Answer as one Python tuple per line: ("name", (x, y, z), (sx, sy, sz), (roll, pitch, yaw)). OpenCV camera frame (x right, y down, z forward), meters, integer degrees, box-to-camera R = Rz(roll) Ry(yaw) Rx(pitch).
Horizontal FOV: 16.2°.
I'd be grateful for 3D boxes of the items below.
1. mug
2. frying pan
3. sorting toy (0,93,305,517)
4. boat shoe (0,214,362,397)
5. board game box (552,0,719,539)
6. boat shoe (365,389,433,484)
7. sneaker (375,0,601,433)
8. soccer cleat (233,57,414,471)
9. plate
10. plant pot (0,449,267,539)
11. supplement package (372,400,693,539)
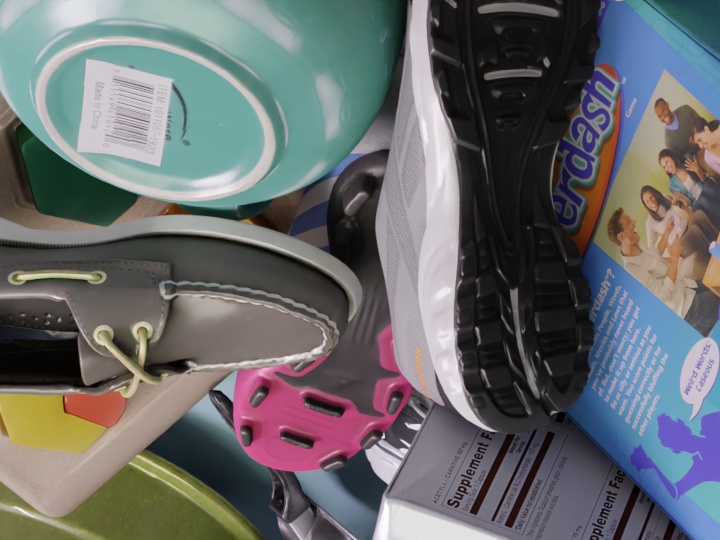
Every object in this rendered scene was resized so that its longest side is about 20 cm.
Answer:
("mug", (-0.050, -0.086, 0.914), (0.152, 0.115, 0.185), (-17, 133, 36))
("frying pan", (-0.008, 0.126, 1.149), (0.115, 0.031, 0.190), (38, 173, 27))
("sorting toy", (-0.119, 0.000, 1.043), (0.185, 0.036, 0.200), (-41, 126, 8))
("boat shoe", (-0.101, 0.019, 0.963), (0.201, 0.060, 0.072), (3, 140, 9))
("board game box", (0.128, 0.005, 0.879), (0.045, 0.200, 0.152), (-4, 127, -40))
("boat shoe", (0.093, 0.080, 1.053), (0.200, 0.072, 0.071), (14, 138, 14))
("sneaker", (0.036, -0.045, 0.900), (0.074, 0.201, 0.079), (-1, -176, -32))
("soccer cleat", (0.000, 0.000, 1.028), (0.070, 0.086, 0.200), (15, 135, -10))
("plate", (-0.028, 0.091, 1.218), (0.200, 0.026, 0.200), (9, 143, 7))
("plant pot", (-0.166, 0.196, 1.239), (0.200, 0.190, 0.200), (19, 152, 10))
("supplement package", (0.102, 0.153, 0.966), (0.200, 0.147, 0.192), (19, 123, 10))
